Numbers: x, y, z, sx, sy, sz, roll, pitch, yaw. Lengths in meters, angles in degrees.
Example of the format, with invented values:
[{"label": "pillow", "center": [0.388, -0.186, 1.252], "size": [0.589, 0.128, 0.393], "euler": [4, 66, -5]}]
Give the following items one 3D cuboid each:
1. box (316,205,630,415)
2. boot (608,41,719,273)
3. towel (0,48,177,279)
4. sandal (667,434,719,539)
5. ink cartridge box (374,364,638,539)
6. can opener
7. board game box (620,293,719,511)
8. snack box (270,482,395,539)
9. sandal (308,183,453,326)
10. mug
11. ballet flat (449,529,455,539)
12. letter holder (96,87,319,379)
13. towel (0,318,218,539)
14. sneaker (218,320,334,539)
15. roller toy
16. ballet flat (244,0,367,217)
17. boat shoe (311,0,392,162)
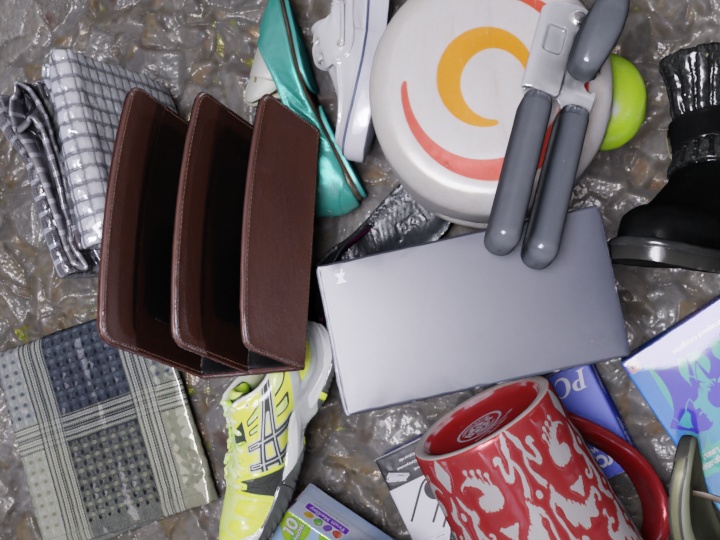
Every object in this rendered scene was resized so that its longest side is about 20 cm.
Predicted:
[{"label": "box", "center": [0.076, 0.032, 0.778], "size": [0.197, 0.182, 0.106], "euler": [-12, 86, 2]}, {"label": "boot", "center": [0.239, -0.083, 0.746], "size": [0.079, 0.210, 0.161], "euler": [3, 98, 37]}, {"label": "towel", "center": [-0.210, -0.078, 0.878], "size": [0.084, 0.200, 0.168], "euler": [-18, 86, 17]}, {"label": "sandal", "center": [0.273, 0.208, 0.765], "size": [0.057, 0.080, 0.203], "euler": [-18, 104, 30]}, {"label": "ink cartridge box", "center": [0.120, 0.154, 0.864], "size": [0.198, 0.044, 0.095], "euler": [-29, 85, 16]}, {"label": "can opener", "center": [0.127, -0.101, 0.686], "size": [0.052, 0.067, 0.203], "euler": [19, 71, -2]}, {"label": "board game box", "center": [0.319, 0.112, 0.802], "size": [0.151, 0.045, 0.201], "euler": [-36, 83, 15]}, {"label": "snack box", "center": [0.005, 0.295, 0.881], "size": [0.198, 0.053, 0.144], "euler": [31, 117, 14]}, {"label": "sandal", "center": [0.000, -0.001, 0.894], "size": [0.075, 0.048, 0.201], "euler": [42, 103, 12]}, {"label": "mug", "center": [0.136, 0.181, 0.754], "size": [0.132, 0.178, 0.202], "euler": [-27, 98, 25]}, {"label": "ballet flat", "center": [0.091, 0.207, 0.814], "size": [0.056, 0.066, 0.203], "euler": [-10, 71, 53]}, {"label": "letter holder", "center": [-0.113, -0.034, 0.792], "size": [0.099, 0.142, 0.203], "euler": [-8, 69, 29]}, {"label": "towel", "center": [-0.240, 0.149, 0.986], "size": [0.190, 0.035, 0.203], "euler": [-18, 84, 14]}, {"label": "sneaker", "center": [-0.086, 0.133, 0.863], "size": [0.076, 0.075, 0.203], "euler": [19, 86, -27]}, {"label": "roller toy", "center": [0.098, -0.130, 0.813], "size": [0.182, 0.140, 0.200], "euler": [-44, 82, 2]}, {"label": "ballet flat", "center": [-0.060, -0.138, 0.896], "size": [0.070, 0.067, 0.203], "euler": [-22, 87, 5]}, {"label": "boat shoe", "center": [-0.010, -0.190, 0.873], "size": [0.064, 0.074, 0.203], "euler": [6, 77, 4]}]
